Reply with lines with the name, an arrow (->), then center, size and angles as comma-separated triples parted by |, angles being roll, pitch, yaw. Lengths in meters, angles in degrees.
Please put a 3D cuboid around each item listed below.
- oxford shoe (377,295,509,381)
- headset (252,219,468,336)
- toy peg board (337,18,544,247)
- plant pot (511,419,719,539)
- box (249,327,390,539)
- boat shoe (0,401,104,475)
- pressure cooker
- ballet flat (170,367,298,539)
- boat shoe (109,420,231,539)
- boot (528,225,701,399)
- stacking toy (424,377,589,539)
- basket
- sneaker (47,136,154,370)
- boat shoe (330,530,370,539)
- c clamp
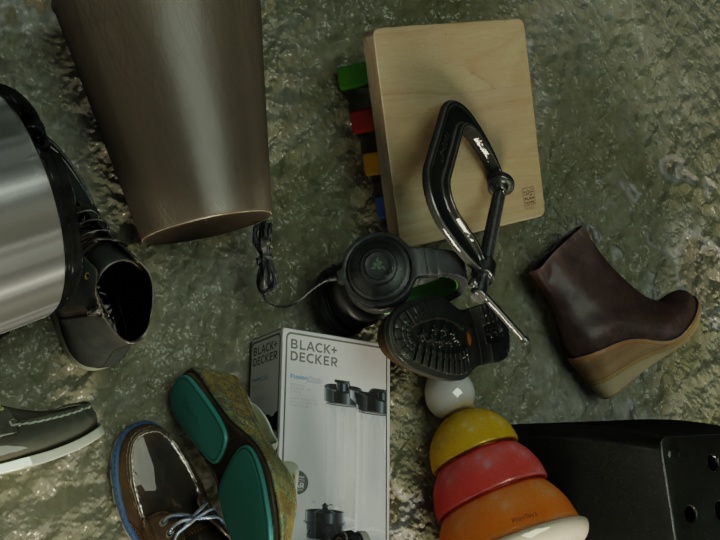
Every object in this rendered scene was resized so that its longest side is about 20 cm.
oxford shoe -> 0.061, 0.067, 0.910 | 0.199, 0.083, 0.074 | 11, 69, -59
headset -> 0.000, 0.000, 0.908 | 0.196, 0.123, 0.096 | -2, 70, -26
toy peg board -> 0.075, -0.139, 1.029 | 0.197, 0.097, 0.204 | -13, 99, -35
plant pot -> 0.280, 0.239, 0.986 | 0.196, 0.177, 0.204 | 4, 75, -32
box -> -0.036, 0.159, 0.870 | 0.115, 0.060, 0.204 | 12, 69, -30
boat shoe -> -0.279, 0.119, 0.714 | 0.199, 0.072, 0.062 | -13, 87, -32
pressure cooker -> -0.309, -0.025, 0.674 | 0.198, 0.175, 0.181 | -23, 85, -39
ballet flat -> -0.085, 0.149, 0.788 | 0.070, 0.072, 0.201 | -3, 37, -33
boat shoe -> -0.130, 0.209, 0.785 | 0.071, 0.072, 0.203 | -22, 89, -35
boot -> 0.284, 0.023, 1.116 | 0.199, 0.072, 0.168 | -33, 97, -32
stacking toy -> 0.113, 0.179, 0.942 | 0.144, 0.146, 0.203 | -2, 60, -33
basket -> -0.146, -0.134, 0.844 | 0.177, 0.136, 0.204 | -12, 86, -22
sneaker -> -0.213, -0.029, 0.779 | 0.074, 0.106, 0.203 | -24, 90, -35
boat shoe -> -0.051, 0.288, 0.782 | 0.059, 0.074, 0.203 | 22, 99, -13
c clamp -> 0.108, -0.056, 0.938 | 0.171, 0.027, 0.202 | 45, 39, -30
